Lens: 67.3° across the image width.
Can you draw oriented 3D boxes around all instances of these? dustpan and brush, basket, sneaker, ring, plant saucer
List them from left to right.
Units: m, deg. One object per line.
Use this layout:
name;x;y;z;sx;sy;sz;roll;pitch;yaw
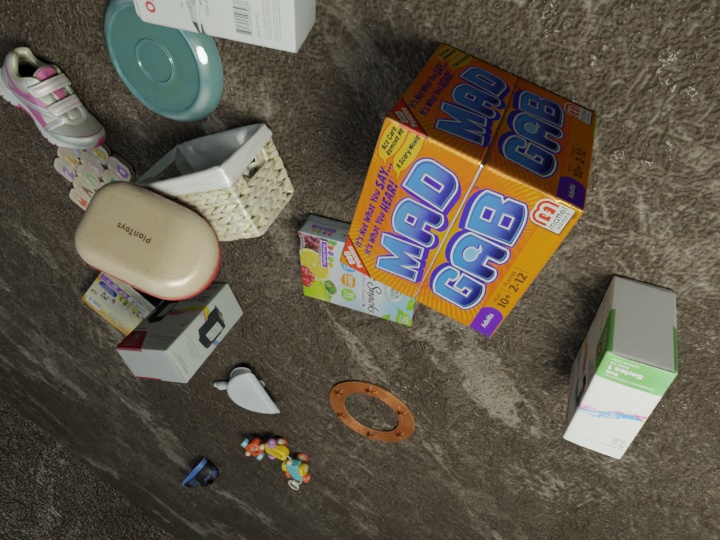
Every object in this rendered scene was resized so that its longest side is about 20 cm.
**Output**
sneaker;-0.503;-0.279;0.879;0.199;0.082;0.088;38;138;-8
plant saucer;-0.291;-0.304;0.781;0.198;0.028;0.202;16;135;16
sneaker;-0.518;0.674;1.754;0.078;0.070;0.200;40;135;-1
basket;-0.218;-0.125;0.825;0.198;0.136;0.124;-4;129;32
dustpan and brush;-0.290;0.284;1.300;0.198;0.057;0.141;-12;121;28
ring;0.021;0.312;1.173;0.198;0.019;0.202;16;135;16

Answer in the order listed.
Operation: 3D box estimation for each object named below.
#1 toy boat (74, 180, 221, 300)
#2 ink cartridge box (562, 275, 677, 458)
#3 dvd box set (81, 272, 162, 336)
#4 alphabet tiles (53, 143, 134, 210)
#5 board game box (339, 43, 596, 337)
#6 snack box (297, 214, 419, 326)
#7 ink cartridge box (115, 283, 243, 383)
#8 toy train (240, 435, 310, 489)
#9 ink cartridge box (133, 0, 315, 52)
toy boat;-0.299;-0.036;0.793;0.198;0.132;0.131;25;173;2
ink cartridge box;0.350;0.135;0.741;0.083;0.145;0.202;16;135;15
dvd box set;-0.555;0.069;1.256;0.146;0.030;0.199;44;134;-14
alphabet tiles;-0.494;-0.164;1.027;0.195;0.015;0.200;41;135;-11
board game box;0.121;-0.093;0.620;0.198;0.201;0.201;26;136;5
snack box;0.000;0.000;0.877;0.197;0.053;0.143;15;135;16
ink cartridge box;-0.351;0.115;1.067;0.144;0.201;0.084;-2;126;29
toy train;-0.217;0.495;1.445;0.199;0.056;0.150;40;137;-5
ink cartridge box;-0.155;-0.345;0.600;0.197;0.084;0.146;14;142;6
